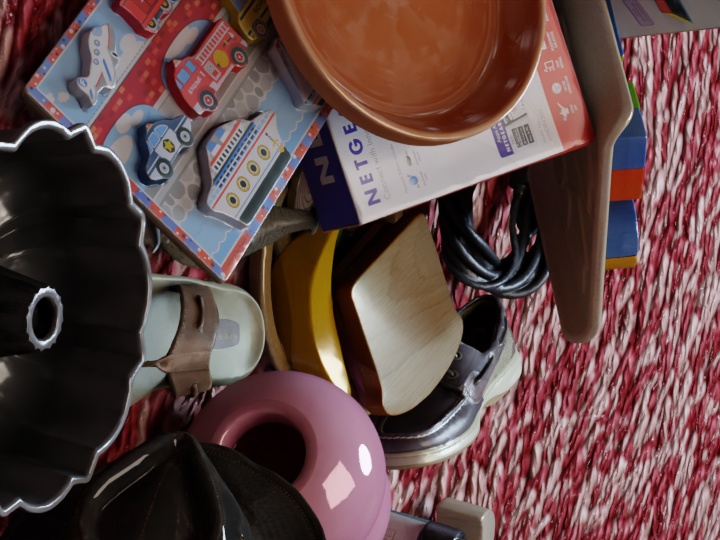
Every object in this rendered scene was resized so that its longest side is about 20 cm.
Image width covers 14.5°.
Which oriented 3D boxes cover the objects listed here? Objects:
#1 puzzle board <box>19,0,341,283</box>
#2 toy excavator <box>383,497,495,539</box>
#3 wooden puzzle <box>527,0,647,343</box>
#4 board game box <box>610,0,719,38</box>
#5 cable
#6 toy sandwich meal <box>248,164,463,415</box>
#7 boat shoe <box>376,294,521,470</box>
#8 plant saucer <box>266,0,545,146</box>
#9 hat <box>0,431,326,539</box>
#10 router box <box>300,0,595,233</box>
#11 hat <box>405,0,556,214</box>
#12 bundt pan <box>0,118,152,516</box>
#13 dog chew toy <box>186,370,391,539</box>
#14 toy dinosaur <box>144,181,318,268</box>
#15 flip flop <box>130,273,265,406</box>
[{"bbox_3d":[-0.086,-0.110,1.556,0.151,0.017,0.200,44,48,-15],"label":"puzzle board"},{"bbox_3d":[0.028,0.212,1.887,0.200,0.100,0.195,74,35,-59],"label":"toy excavator"},{"bbox_3d":[0.152,-0.083,1.841,0.186,0.046,0.200,-99,-169,-45],"label":"wooden puzzle"},{"bbox_3d":[0.172,-0.221,1.836,0.040,0.200,0.153,-49,114,-21],"label":"board game box"},{"bbox_3d":[0.103,-0.076,1.978,0.163,0.051,0.200,62,40,-46],"label":"cable"},{"bbox_3d":[0.000,0.000,1.791,0.205,0.070,0.206,-21,114,-59],"label":"toy sandwich meal"},{"bbox_3d":[0.055,0.074,1.918,0.200,0.072,0.065,-41,125,-57],"label":"boat shoe"},{"bbox_3d":[0.022,-0.168,1.632,0.200,0.032,0.201,12,69,-35],"label":"plant saucer"},{"bbox_3d":[-0.109,0.140,1.489,0.201,0.200,0.081,-54,153,-43],"label":"hat"},{"bbox_3d":[0.031,-0.143,1.697,0.179,0.049,0.201,-21,95,-30],"label":"router box"},{"bbox_3d":[0.014,-0.157,1.842,0.165,0.176,0.201,5,65,-40],"label":"hat"},{"bbox_3d":[-0.190,0.020,1.432,0.202,0.076,0.203,-23,116,-58],"label":"bundt pan"},{"bbox_3d":[-0.036,0.136,1.708,0.200,0.124,0.125,57,46,-68],"label":"dog chew toy"},{"bbox_3d":[-0.094,-0.044,1.625,0.103,0.077,0.200,-66,154,-7],"label":"toy dinosaur"},{"bbox_3d":[-0.100,0.043,1.625,0.200,0.057,0.081,-1,97,-62],"label":"flip flop"}]
